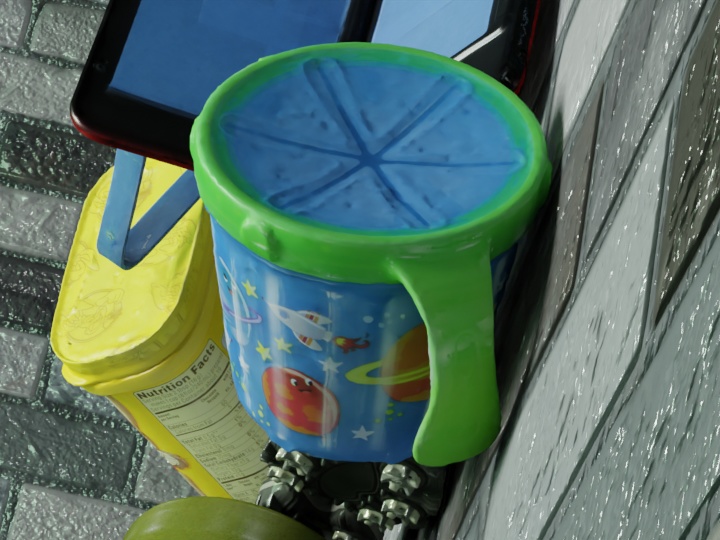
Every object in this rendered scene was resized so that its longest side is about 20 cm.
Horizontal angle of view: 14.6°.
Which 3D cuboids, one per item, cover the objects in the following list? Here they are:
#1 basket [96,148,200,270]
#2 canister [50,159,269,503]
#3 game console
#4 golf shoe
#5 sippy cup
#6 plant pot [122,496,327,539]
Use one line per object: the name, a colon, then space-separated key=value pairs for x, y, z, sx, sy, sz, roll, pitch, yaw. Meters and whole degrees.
basket: x=-0.059 y=-0.110 z=1.409 sx=0.200 sy=0.139 sz=0.176 roll=-43 pitch=-18 yaw=-36
canister: x=-0.070 y=0.049 z=1.527 sx=0.200 sy=0.086 sz=0.149 roll=51 pitch=-144 yaw=-38
game console: x=-0.013 y=-0.130 z=1.252 sx=0.172 sy=0.119 sz=0.200 roll=-32 pitch=29 yaw=35
golf shoe: x=0.001 y=0.071 z=1.248 sx=0.088 sy=0.077 sz=0.200 roll=-64 pitch=4 yaw=-17
sippy cup: x=0.000 y=0.000 z=1.106 sx=0.178 sy=0.139 sz=0.130 roll=-69 pitch=-12 yaw=-51
plant pot: x=-0.080 y=0.209 z=1.238 sx=0.200 sy=0.200 sz=0.193 roll=107 pitch=-174 yaw=-47
